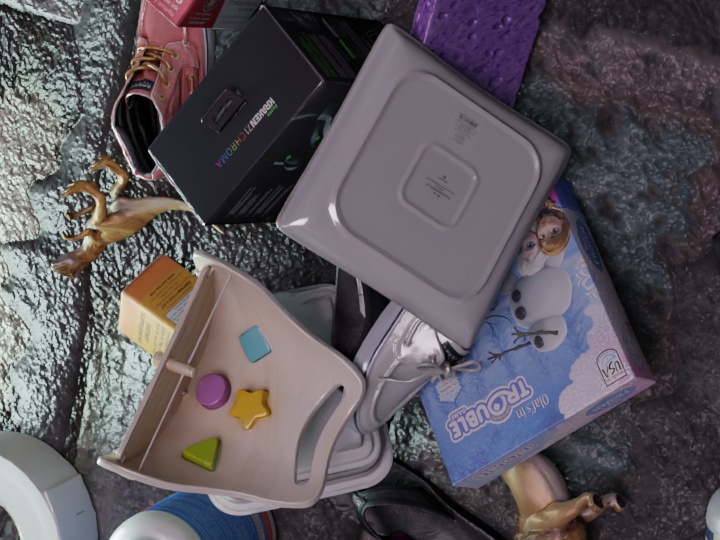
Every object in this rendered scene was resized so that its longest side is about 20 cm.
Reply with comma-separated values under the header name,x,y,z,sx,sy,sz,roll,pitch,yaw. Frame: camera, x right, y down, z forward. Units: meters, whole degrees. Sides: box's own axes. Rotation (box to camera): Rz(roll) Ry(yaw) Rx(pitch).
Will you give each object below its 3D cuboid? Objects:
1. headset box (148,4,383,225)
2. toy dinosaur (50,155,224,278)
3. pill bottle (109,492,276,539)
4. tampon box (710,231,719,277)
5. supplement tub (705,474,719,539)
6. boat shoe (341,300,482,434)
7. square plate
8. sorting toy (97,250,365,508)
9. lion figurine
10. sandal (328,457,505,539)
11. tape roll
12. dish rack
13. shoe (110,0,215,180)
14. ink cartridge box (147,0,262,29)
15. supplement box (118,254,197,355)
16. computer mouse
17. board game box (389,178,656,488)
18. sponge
name,x,y,z,sx,sy,sz,roll,pitch,yaw
headset box,-0.062,-0.130,1.659,0.174,0.199,0.093,-48,69,25
toy dinosaur,-0.225,-0.057,1.848,0.199,0.061,0.107,-23,113,32
pill bottle,-0.170,0.269,1.791,0.111,0.200,0.113,5,101,24
tampon box,0.398,0.005,1.497,0.198,0.150,0.127,-11,95,27
supplement tub,0.353,0.251,1.568,0.144,0.145,0.202,6,102,24
boat shoe,0.064,0.064,1.639,0.086,0.074,0.203,34,92,34
square plate,0.059,-0.070,1.583,0.199,0.028,0.199,32,79,-16
sorting toy,-0.094,0.115,1.638,0.179,0.107,0.201,21,80,19
lion figurine,0.154,0.187,1.703,0.122,0.072,0.201,-32,71,34
sandal,0.049,0.230,1.763,0.199,0.048,0.076,28,110,18
tape roll,-0.367,0.268,1.959,0.201,0.071,0.204,5,101,25
dish rack,-0.069,0.107,1.724,0.170,0.044,0.202,-12,66,-3
shoe,-0.183,-0.184,1.774,0.071,0.091,0.202,0,100,25
ink cartridge box,-0.123,-0.333,1.677,0.145,0.145,0.200,42,108,12
supplement box,-0.133,0.075,1.803,0.199,0.069,0.067,34,143,15
computer mouse,0.000,0.000,1.665,0.046,0.141,0.202,0,70,11
board game box,0.130,0.054,1.657,0.199,0.043,0.200,-34,64,27
sponge,0.085,-0.162,1.643,0.030,0.111,0.202,40,119,53
